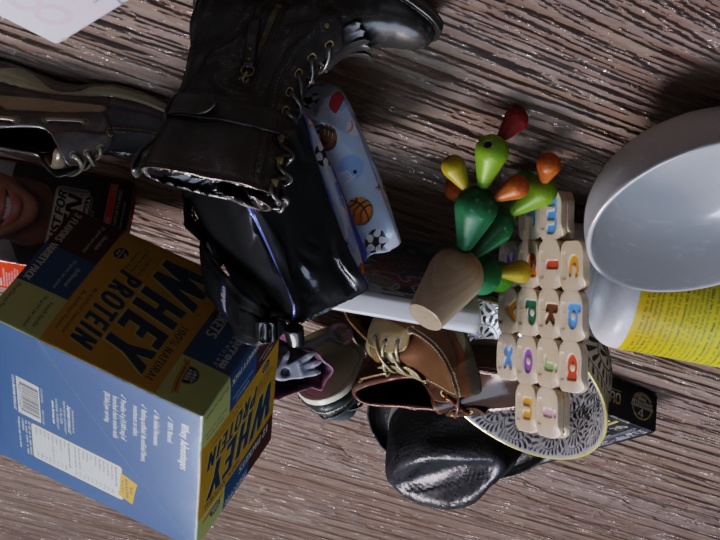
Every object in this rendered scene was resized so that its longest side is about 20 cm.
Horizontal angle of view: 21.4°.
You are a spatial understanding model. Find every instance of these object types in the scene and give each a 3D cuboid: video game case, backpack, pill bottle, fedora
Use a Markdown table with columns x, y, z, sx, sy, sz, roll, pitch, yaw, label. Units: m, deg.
| x | y | z | sx | sy | sz | roll | pitch | yaw | label |
| --- | --- | --- | --- | --- | --- | --- | --- | --- | --- |
| 0.000 | 0.000 | 1.643 | 0.199 | 0.023 | 0.182 | 9 | -163 | -4 | video game case |
| -0.069 | -0.060 | 1.471 | 0.154 | 0.201 | 0.190 | -22 | -166 | -22 | backpack |
| 0.263 | 0.018 | 1.617 | 0.199 | 0.113 | 0.112 | 10 | 156 | -6 | pill bottle |
| 0.093 | 0.180 | 1.907 | 0.200 | 0.092 | 0.201 | 11 | 138 | 10 | fedora |

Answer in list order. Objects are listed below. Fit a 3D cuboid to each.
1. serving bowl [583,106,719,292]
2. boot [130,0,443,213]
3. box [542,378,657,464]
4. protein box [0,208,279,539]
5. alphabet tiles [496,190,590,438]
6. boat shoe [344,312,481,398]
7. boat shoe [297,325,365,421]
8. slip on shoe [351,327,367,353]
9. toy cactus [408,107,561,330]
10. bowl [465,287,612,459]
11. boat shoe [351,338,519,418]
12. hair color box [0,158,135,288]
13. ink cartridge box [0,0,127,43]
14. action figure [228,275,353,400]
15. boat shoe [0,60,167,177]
| x | y | z | sx | sy | sz | roll | pitch | yaw | label |
| --- | --- | --- | --- | --- | --- | --- | --- | --- | --- |
| 0.262 | -0.065 | 1.459 | 0.199 | 0.066 | 0.200 | -9 | 148 | -6 | serving bowl |
| -0.049 | -0.119 | 1.330 | 0.199 | 0.175 | 0.069 | 6 | 156 | 6 | boot |
| 0.190 | 0.151 | 2.025 | 0.161 | 0.049 | 0.200 | 20 | 154 | -30 | box |
| -0.188 | 0.092 | 1.590 | 0.200 | 0.135 | 0.199 | 24 | 141 | 13 | protein box |
| 0.152 | 0.035 | 1.570 | 0.015 | 0.201 | 0.196 | 2 | 179 | -15 | alphabet tiles |
| 0.042 | 0.064 | 1.669 | 0.074 | 0.200 | 0.076 | -22 | 116 | -13 | boat shoe |
| -0.025 | 0.112 | 1.854 | 0.074 | 0.066 | 0.199 | -19 | -165 | -3 | boat shoe |
| 0.027 | 0.066 | 1.868 | 0.076 | 0.061 | 0.200 | 6 | 156 | 4 | slip on shoe |
| 0.088 | -0.028 | 1.526 | 0.102 | 0.165 | 0.200 | 31 | 153 | 12 | toy cactus |
| 0.160 | 0.071 | 1.759 | 0.200 | 0.094 | 0.201 | 25 | 144 | 20 | bowl |
| 0.083 | 0.104 | 1.722 | 0.200 | 0.070 | 0.071 | 1 | 130 | 39 | boat shoe |
| -0.306 | -0.040 | 1.688 | 0.199 | 0.102 | 0.061 | 9 | 155 | -4 | hair color box |
| -0.242 | -0.236 | 1.290 | 0.200 | 0.057 | 0.162 | 20 | 154 | -36 | ink cartridge box |
| -0.094 | 0.073 | 1.802 | 0.134 | 0.149 | 0.200 | 46 | -178 | -16 | action figure |
| -0.235 | -0.110 | 1.539 | 0.199 | 0.074 | 0.075 | 11 | 157 | -7 | boat shoe |
